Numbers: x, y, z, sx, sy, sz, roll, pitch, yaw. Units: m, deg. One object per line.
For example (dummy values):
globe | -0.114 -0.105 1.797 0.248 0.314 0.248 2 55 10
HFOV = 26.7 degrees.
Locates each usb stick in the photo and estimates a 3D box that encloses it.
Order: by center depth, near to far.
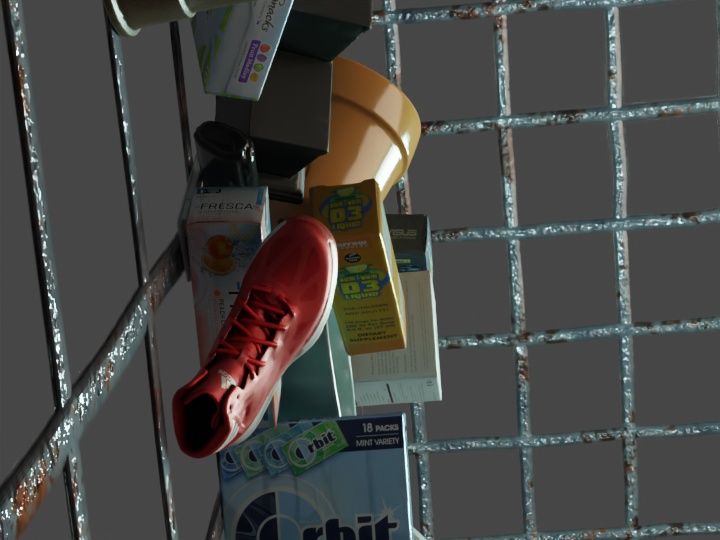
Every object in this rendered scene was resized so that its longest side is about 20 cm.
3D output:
usb stick | -0.110 -0.058 1.304 0.033 0.055 0.201 -57 164 -25

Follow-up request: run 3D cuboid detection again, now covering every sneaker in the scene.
sneaker | -0.079 0.059 1.152 0.116 0.078 0.202 -53 166 -78

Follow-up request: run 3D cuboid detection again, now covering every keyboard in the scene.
keyboard | -0.140 -0.061 1.309 0.201 0.010 0.057 -87 177 -62

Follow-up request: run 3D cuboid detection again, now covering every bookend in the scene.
bookend | -0.050 -0.187 1.313 0.200 0.091 0.202 149 -54 -61

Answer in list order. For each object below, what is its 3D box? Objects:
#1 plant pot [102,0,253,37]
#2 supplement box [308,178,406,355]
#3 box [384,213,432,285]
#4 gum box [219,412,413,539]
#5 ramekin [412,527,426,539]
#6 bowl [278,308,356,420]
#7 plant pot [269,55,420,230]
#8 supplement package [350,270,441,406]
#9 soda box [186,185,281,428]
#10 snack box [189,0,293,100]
plant pot | -0.076 -0.268 1.037 0.200 0.195 0.203 -3 90 -86
supplement box | 0.000 0.000 1.435 0.201 0.066 0.070 75 10 -53
box | -0.018 -0.016 1.719 0.158 0.197 0.052 74 17 -71
gum box | -0.037 0.234 1.356 0.045 0.167 0.203 35 51 -85
ramekin | -0.014 0.339 1.495 0.094 0.199 0.206 -6 92 -74
bowl | -0.068 0.093 1.471 0.201 0.103 0.204 -9 90 -87
plant pot | -0.051 -0.103 1.496 0.201 0.197 0.142 80 23 -62
supplement package | -0.013 0.081 1.679 0.120 0.197 0.123 73 13 -73
soda box | -0.103 0.033 1.265 0.069 0.063 0.202 -88 177 -59
snack box | -0.087 -0.261 1.236 0.143 0.052 0.201 -108 -147 -46
